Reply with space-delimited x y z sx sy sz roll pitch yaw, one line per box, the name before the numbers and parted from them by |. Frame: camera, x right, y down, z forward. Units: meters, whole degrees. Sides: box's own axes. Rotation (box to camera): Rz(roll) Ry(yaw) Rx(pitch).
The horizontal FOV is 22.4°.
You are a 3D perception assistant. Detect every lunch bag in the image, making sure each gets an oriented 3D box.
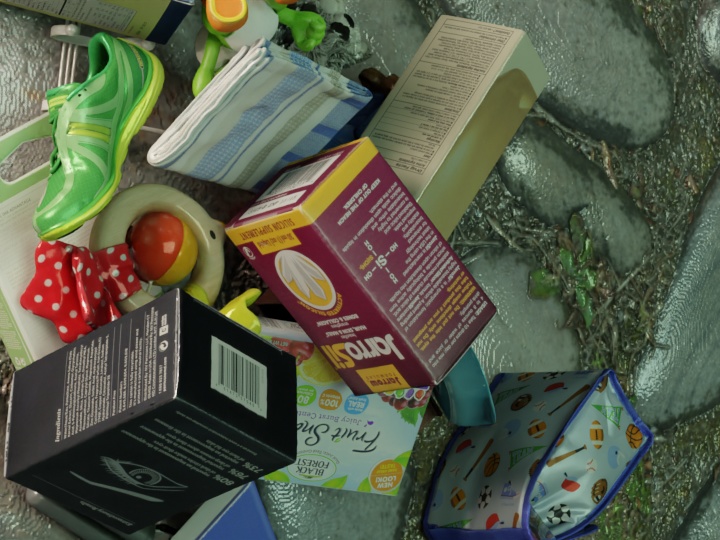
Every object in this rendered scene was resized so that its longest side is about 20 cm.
lunch bag | 0.172 0.205 1.834 0.200 0.170 0.124 -48 112 -32

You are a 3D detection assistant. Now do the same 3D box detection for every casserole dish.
casserole dish | 0.073 0.069 1.767 0.039 0.121 0.200 -22 60 -8

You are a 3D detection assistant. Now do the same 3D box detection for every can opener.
can opener | -0.207 0.223 1.602 0.200 0.053 0.067 36 32 -35

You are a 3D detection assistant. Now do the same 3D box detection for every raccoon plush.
raccoon plush | -0.070 -0.175 1.704 0.200 0.097 0.134 -54 164 2

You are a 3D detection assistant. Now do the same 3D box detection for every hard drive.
hard drive | -0.118 0.295 1.634 0.132 0.025 0.200 -46 137 -31

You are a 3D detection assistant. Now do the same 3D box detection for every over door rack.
over door rack | -0.182 -0.194 1.623 0.200 0.067 0.148 12 82 -39

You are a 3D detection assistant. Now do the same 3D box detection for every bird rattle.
bird rattle | -0.186 0.003 1.555 0.200 0.113 0.163 23 60 -23

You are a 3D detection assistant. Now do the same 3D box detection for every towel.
towel | -0.083 -0.125 1.564 0.024 0.147 0.200 53 17 23

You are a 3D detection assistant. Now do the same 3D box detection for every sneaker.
sneaker | -0.233 -0.110 1.503 0.084 0.074 0.200 35 57 -27

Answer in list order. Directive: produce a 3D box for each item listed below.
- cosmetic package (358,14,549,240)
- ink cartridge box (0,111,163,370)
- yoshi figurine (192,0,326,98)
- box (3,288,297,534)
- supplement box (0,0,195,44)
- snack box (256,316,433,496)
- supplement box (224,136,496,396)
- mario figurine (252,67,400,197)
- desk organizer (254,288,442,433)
cosmetic package | 0.075 -0.130 1.651 0.200 0.105 0.071 -56 139 -17
ink cartridge box | -0.265 -0.029 1.552 0.145 0.048 0.200 -34 112 -35
yoshi figurine | -0.095 -0.187 1.545 0.112 0.200 0.112 20 70 -3
box | -0.171 0.120 1.486 0.148 0.200 0.105 34 42 -42
supplement box | -0.226 -0.319 1.504 0.199 0.134 0.201 13 78 -15
snack box | -0.040 0.126 1.677 0.200 0.053 0.143 10 108 -26
supplement box | 0.000 0.000 1.575 0.200 0.131 0.103 52 58 -16
mario figurine | -0.036 -0.109 1.704 0.106 0.123 0.200 37 84 8
desk organizer | -0.012 0.085 1.750 0.077 0.072 0.200 -44 114 -30
